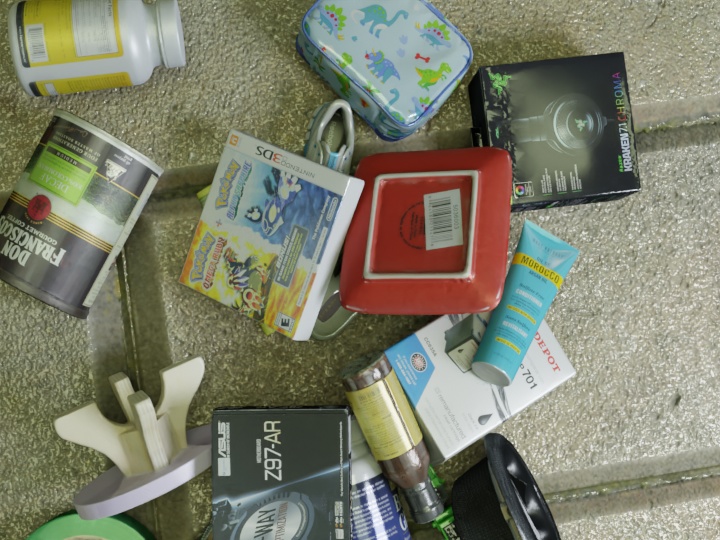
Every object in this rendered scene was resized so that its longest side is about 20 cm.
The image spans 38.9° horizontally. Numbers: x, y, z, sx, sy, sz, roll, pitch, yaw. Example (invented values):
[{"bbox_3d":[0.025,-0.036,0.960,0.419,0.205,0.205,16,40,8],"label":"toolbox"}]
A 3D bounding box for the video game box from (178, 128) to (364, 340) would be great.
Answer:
[{"bbox_3d":[-0.109,-0.045,1.220,0.180,0.047,0.203,23,97,27],"label":"video game box"}]

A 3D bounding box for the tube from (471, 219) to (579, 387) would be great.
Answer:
[{"bbox_3d":[0.191,0.039,1.202,0.077,0.050,0.202,31,65,-7],"label":"tube"}]

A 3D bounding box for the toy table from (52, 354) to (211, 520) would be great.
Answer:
[{"bbox_3d":[-0.254,0.189,1.191,0.198,0.183,0.119,-27,104,-31],"label":"toy table"}]

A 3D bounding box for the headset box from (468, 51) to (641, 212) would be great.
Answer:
[{"bbox_3d":[0.233,-0.169,1.278,0.196,0.093,0.178,-6,86,-4],"label":"headset box"}]

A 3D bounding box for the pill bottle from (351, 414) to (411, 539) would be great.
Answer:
[{"bbox_3d":[-0.006,0.282,1.226,0.109,0.111,0.204,-16,88,-4],"label":"pill bottle"}]

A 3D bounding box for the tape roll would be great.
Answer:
[{"bbox_3d":[-0.329,0.392,1.230,0.196,0.048,0.205,0,87,-4],"label":"tape roll"}]

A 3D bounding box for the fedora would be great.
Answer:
[{"bbox_3d":[0.170,0.301,1.219,0.091,0.200,0.203,-27,89,16],"label":"fedora"}]

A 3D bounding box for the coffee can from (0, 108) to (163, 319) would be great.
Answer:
[{"bbox_3d":[-0.343,-0.066,1.208,0.145,0.146,0.203,27,85,-2],"label":"coffee can"}]

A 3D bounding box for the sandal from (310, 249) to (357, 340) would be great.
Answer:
[{"bbox_3d":[0.000,0.001,1.266,0.079,0.057,0.202,35,76,-3],"label":"sandal"}]

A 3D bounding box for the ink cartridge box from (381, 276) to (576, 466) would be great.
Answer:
[{"bbox_3d":[0.136,0.118,1.235,0.198,0.086,0.148,-30,81,-14],"label":"ink cartridge box"}]

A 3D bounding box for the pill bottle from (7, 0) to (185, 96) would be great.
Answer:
[{"bbox_3d":[-0.316,-0.278,1.239,0.196,0.112,0.115,-7,87,-4],"label":"pill bottle"}]

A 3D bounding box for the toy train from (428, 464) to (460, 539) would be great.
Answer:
[{"bbox_3d":[0.083,0.264,1.261,0.041,0.056,0.202,-29,89,-5],"label":"toy train"}]

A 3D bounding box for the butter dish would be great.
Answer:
[{"bbox_3d":[0.091,-0.028,1.214,0.196,0.148,0.204,-1,69,21],"label":"butter dish"}]

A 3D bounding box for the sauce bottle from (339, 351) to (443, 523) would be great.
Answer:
[{"bbox_3d":[0.040,0.196,1.179,0.064,0.065,0.203,-23,99,-5],"label":"sauce bottle"}]

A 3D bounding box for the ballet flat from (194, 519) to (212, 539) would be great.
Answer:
[{"bbox_3d":[-0.160,0.326,1.236,0.071,0.072,0.202,33,85,-1],"label":"ballet flat"}]

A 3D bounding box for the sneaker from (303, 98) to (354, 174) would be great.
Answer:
[{"bbox_3d":[-0.046,-0.117,1.256,0.073,0.087,0.204,8,85,-9],"label":"sneaker"}]

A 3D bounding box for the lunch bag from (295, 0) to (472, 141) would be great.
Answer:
[{"bbox_3d":[0.032,-0.276,1.270,0.200,0.082,0.161,42,75,0],"label":"lunch bag"}]

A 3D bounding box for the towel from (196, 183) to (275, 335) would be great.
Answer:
[{"bbox_3d":[-0.127,-0.027,1.286,0.085,0.018,0.203,-26,89,0],"label":"towel"}]

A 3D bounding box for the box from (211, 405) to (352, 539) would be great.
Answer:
[{"bbox_3d":[-0.088,0.256,1.156,0.157,0.044,0.205,0,89,4],"label":"box"}]
